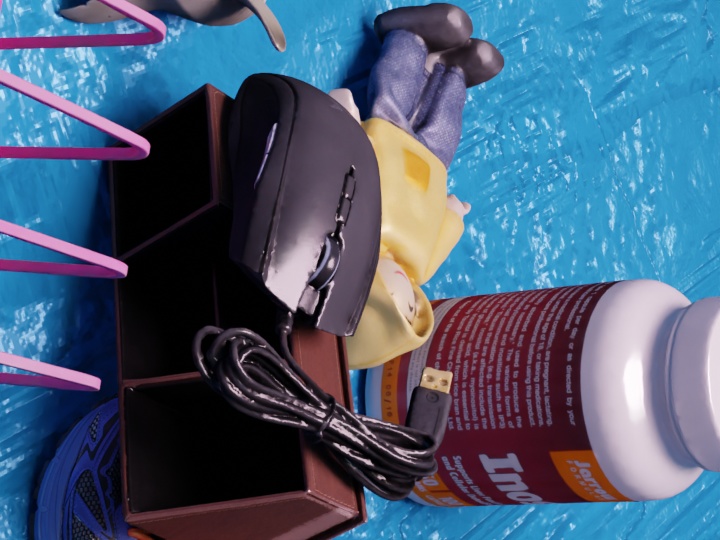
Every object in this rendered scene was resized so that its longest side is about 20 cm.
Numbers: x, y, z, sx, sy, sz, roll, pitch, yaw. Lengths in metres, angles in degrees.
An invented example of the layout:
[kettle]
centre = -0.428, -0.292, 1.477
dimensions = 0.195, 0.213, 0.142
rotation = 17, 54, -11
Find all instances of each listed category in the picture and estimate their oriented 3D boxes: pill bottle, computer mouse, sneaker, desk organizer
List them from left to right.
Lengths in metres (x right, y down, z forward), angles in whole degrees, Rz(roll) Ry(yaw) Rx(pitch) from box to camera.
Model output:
[sneaker]
centre = -0.091, 0.150, 0.874
dimensions = 0.075, 0.078, 0.200
rotation = 13, 72, -52
[desk organizer]
centre = -0.058, 0.024, 0.895
dimensions = 0.077, 0.072, 0.200
rotation = 31, 41, -42
[computer mouse]
centre = 0.000, 0.000, 0.885
dimensions = 0.140, 0.046, 0.200
rotation = 38, 37, -29
[pill bottle]
centre = 0.111, 0.064, 1.050
dimensions = 0.113, 0.200, 0.113
rotation = 11, 75, -51

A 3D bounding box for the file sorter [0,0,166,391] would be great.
[file sorter]
centre = -0.157, -0.061, 0.760
dimensions = 0.139, 0.125, 0.200
rotation = 22, 74, -54

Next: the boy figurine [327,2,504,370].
[boy figurine]
centre = 0.017, -0.044, 1.060
dimensions = 0.124, 0.064, 0.200
rotation = 46, 47, -41

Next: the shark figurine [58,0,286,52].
[shark figurine]
centre = -0.108, -0.155, 0.910
dimensions = 0.215, 0.089, 0.128
rotation = 51, 14, -45
